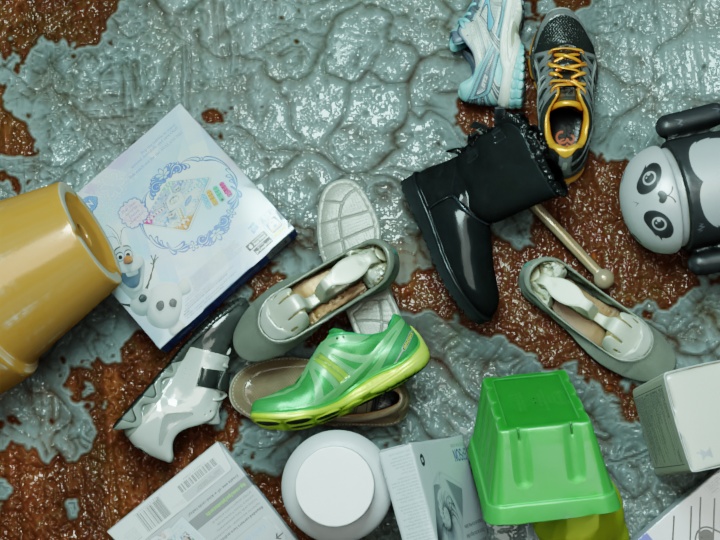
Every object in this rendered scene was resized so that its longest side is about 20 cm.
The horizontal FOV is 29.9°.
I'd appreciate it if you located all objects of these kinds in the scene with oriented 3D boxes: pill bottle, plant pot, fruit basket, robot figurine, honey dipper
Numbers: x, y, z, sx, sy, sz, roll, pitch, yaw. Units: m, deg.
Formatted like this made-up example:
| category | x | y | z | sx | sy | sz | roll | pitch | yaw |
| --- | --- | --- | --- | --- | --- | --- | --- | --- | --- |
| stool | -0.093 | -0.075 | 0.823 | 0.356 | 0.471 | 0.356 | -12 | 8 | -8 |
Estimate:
| category | x | y | z | sx | sy | sz | roll | pitch | yaw |
| --- | --- | --- | --- | --- | --- | --- | --- | --- | --- |
| pill bottle | -0.021 | 0.222 | 1.383 | 0.112 | 0.200 | 0.113 | 0 | 81 | 2 |
| plant pot | -0.360 | 0.005 | 1.419 | 0.183 | 0.200 | 0.200 | -29 | 81 | 3 |
| fruit basket | 0.196 | 0.223 | 1.388 | 0.155 | 0.216 | 0.216 | -6 | 81 | 1 |
| robot figurine | 0.381 | -0.088 | 1.455 | 0.200 | 0.125 | 0.150 | -12 | 43 | 0 |
| honey dipper | 0.208 | -0.055 | 1.501 | 0.038 | 0.038 | 0.200 | -41 | 83 | -4 |

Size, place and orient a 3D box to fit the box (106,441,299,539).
| category | x | y | z | sx | sy | sz | roll | pitch | yaw |
| --- | --- | --- | --- | --- | --- | --- | --- | --- | --- |
| box | -0.150 | 0.310 | 1.454 | 0.156 | 0.041 | 0.200 | -40 | 81 | -4 |

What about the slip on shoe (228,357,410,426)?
| category | x | y | z | sx | sy | sz | roll | pitch | yaw |
| --- | --- | --- | --- | --- | --- | --- | --- | --- | --- |
| slip on shoe | -0.045 | 0.135 | 1.467 | 0.200 | 0.061 | 0.076 | 8 | 82 | 3 |

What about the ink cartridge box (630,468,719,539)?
| category | x | y | z | sx | sy | sz | roll | pitch | yaw |
| --- | --- | --- | --- | --- | --- | --- | --- | --- | --- |
| ink cartridge box | 0.339 | 0.309 | 1.437 | 0.200 | 0.044 | 0.094 | -40 | 80 | -4 |

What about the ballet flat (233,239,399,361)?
| category | x | y | z | sx | sy | sz | roll | pitch | yaw |
| --- | --- | --- | --- | --- | --- | --- | --- | --- | --- |
| ballet flat | -0.051 | 0.026 | 1.417 | 0.200 | 0.064 | 0.067 | -31 | 79 | -1 |

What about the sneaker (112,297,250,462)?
| category | x | y | z | sx | sy | sz | roll | pitch | yaw |
| --- | --- | --- | --- | --- | --- | --- | --- | --- | --- |
| sneaker | -0.173 | 0.121 | 1.475 | 0.088 | 0.074 | 0.200 | 40 | 87 | -5 |

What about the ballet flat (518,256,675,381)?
| category | x | y | z | sx | sy | sz | roll | pitch | yaw |
| --- | --- | --- | --- | --- | --- | --- | --- | --- | --- |
| ballet flat | 0.258 | 0.055 | 1.469 | 0.200 | 0.064 | 0.067 | 36 | 84 | 6 |

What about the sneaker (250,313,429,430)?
| category | x | y | z | sx | sy | sz | roll | pitch | yaw |
| --- | --- | --- | --- | --- | --- | --- | --- | --- | --- |
| sneaker | -0.028 | 0.108 | 1.408 | 0.200 | 0.074 | 0.084 | -24 | 77 | -14 |

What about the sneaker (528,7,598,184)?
| category | x | y | z | sx | sy | sz | roll | pitch | yaw |
| --- | --- | --- | --- | --- | --- | --- | --- | --- | --- |
| sneaker | 0.230 | -0.200 | 1.503 | 0.078 | 0.077 | 0.200 | -2 | 80 | 3 |

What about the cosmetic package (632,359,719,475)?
| category | x | y | z | sx | sy | sz | roll | pitch | yaw |
| --- | --- | --- | --- | --- | --- | --- | --- | --- | --- |
| cosmetic package | 0.347 | 0.152 | 1.382 | 0.087 | 0.200 | 0.104 | -13 | 81 | 1 |

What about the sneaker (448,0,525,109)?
| category | x | y | z | sx | sy | sz | roll | pitch | yaw |
| --- | --- | --- | --- | --- | --- | --- | --- | --- | --- |
| sneaker | 0.142 | -0.281 | 1.519 | 0.086 | 0.078 | 0.200 | -1 | 81 | 5 |

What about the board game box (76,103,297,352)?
| category | x | y | z | sx | sy | sz | roll | pitch | yaw |
| --- | --- | --- | --- | --- | --- | --- | --- | --- | --- |
| board game box | -0.209 | -0.048 | 1.507 | 0.200 | 0.043 | 0.199 | -42 | 80 | -4 |

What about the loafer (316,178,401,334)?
| category | x | y | z | sx | sy | sz | roll | pitch | yaw |
| --- | --- | --- | --- | --- | --- | --- | --- | --- | --- |
| loafer | 0.000 | 0.000 | 1.491 | 0.072 | 0.063 | 0.200 | -17 | 78 | 4 |

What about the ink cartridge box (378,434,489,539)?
| category | x | y | z | sx | sy | sz | roll | pitch | yaw |
| --- | --- | --- | --- | --- | --- | --- | --- | --- | --- |
| ink cartridge box | 0.089 | 0.271 | 1.374 | 0.041 | 0.200 | 0.200 | -16 | 81 | 17 |

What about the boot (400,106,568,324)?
| category | x | y | z | sx | sy | sz | roll | pitch | yaw |
| --- | --- | --- | --- | --- | --- | --- | --- | --- | --- |
| boot | 0.148 | -0.062 | 1.459 | 0.162 | 0.073 | 0.199 | -29 | 79 | 21 |
